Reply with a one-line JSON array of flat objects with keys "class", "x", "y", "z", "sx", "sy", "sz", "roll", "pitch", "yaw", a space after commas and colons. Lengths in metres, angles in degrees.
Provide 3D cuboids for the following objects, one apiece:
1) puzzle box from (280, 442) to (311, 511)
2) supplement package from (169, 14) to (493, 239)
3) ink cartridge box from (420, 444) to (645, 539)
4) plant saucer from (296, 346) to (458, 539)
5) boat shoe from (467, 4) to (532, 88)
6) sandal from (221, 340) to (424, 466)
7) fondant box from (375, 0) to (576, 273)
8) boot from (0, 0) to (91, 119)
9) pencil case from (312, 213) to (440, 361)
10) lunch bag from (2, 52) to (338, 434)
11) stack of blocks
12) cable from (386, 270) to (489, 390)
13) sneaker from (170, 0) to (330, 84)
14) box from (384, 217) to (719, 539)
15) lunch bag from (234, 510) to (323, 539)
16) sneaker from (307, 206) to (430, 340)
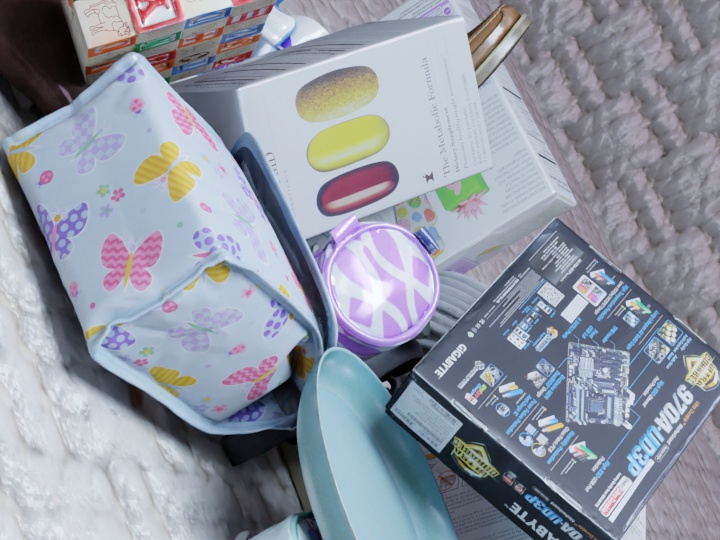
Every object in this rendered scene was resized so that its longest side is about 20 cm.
[{"class": "puzzle box", "x": -0.008, "y": 0.136, "z": 1.535, "sx": 0.200, "sy": 0.025, "sz": 0.133, "roll": 36, "pitch": 28, "yaw": -60}, {"class": "supplement package", "x": -0.026, "y": -0.094, "z": 1.449, "sx": 0.200, "sy": 0.109, "sz": 0.114, "roll": -23, "pitch": 106, "yaw": -36}, {"class": "ink cartridge box", "x": 0.090, "y": 0.155, "z": 1.403, "sx": 0.045, "sy": 0.199, "sz": 0.177, "roll": 49, "pitch": 33, "yaw": -36}, {"class": "plant saucer", "x": 0.012, "y": 0.141, "z": 1.235, "sx": 0.200, "sy": 0.027, "sz": 0.200, "roll": 58, "pitch": 18, "yaw": -30}, {"class": "boat shoe", "x": 0.038, "y": -0.132, "z": 1.570, "sx": 0.068, "sy": 0.200, "sz": 0.072, "roll": 46, "pitch": 20, "yaw": 0}, {"class": "sandal", "x": -0.022, "y": 0.095, "z": 1.409, "sx": 0.200, "sy": 0.076, "sz": 0.043, "roll": -27, "pitch": 89, "yaw": -53}, {"class": "fondant box", "x": 0.056, "y": -0.102, "z": 1.658, "sx": 0.201, "sy": 0.144, "sz": 0.058, "roll": 64, "pitch": 17, "yaw": 20}, {"class": "boot", "x": -0.205, "y": -0.145, "z": 1.275, "sx": 0.167, "sy": 0.072, "sz": 0.200, "roll": 56, "pitch": 11, "yaw": -11}, {"class": "pencil case", "x": -0.025, "y": 0.024, "z": 1.378, "sx": 0.086, "sy": 0.084, "sz": 0.200, "roll": 45, "pitch": -28, "yaw": -8}, {"class": "lunch bag", "x": -0.098, "y": -0.008, "z": 1.275, "sx": 0.200, "sy": 0.127, "sz": 0.170, "roll": 47, "pitch": 13, "yaw": -55}, {"class": "stack of blocks", "x": -0.120, "y": -0.158, "z": 1.295, "sx": 0.200, "sy": 0.115, "sz": 0.059, "roll": 144, "pitch": -72, "yaw": -81}, {"class": "cable", "x": 0.094, "y": 0.090, "z": 1.549, "sx": 0.200, "sy": 0.069, "sz": 0.200, "roll": 44, "pitch": -21, "yaw": 12}, {"class": "sneaker", "x": -0.083, "y": -0.120, "z": 1.514, "sx": 0.081, "sy": 0.146, "sz": 0.201, "roll": 44, "pitch": 21, "yaw": -50}, {"class": "box", "x": 0.129, "y": 0.073, "z": 1.328, "sx": 0.159, "sy": 0.046, "sz": 0.200, "roll": 40, "pitch": 43, "yaw": 5}, {"class": "lunch bag", "x": -0.014, "y": 0.232, "z": 1.211, "sx": 0.201, "sy": 0.077, "sz": 0.160, "roll": 64, "pitch": 15, "yaw": 10}, {"class": "sneaker", "x": 0.000, "y": 0.000, "z": 1.481, "sx": 0.200, "sy": 0.080, "sz": 0.071, "roll": -123, "pitch": -153, "yaw": -66}]
